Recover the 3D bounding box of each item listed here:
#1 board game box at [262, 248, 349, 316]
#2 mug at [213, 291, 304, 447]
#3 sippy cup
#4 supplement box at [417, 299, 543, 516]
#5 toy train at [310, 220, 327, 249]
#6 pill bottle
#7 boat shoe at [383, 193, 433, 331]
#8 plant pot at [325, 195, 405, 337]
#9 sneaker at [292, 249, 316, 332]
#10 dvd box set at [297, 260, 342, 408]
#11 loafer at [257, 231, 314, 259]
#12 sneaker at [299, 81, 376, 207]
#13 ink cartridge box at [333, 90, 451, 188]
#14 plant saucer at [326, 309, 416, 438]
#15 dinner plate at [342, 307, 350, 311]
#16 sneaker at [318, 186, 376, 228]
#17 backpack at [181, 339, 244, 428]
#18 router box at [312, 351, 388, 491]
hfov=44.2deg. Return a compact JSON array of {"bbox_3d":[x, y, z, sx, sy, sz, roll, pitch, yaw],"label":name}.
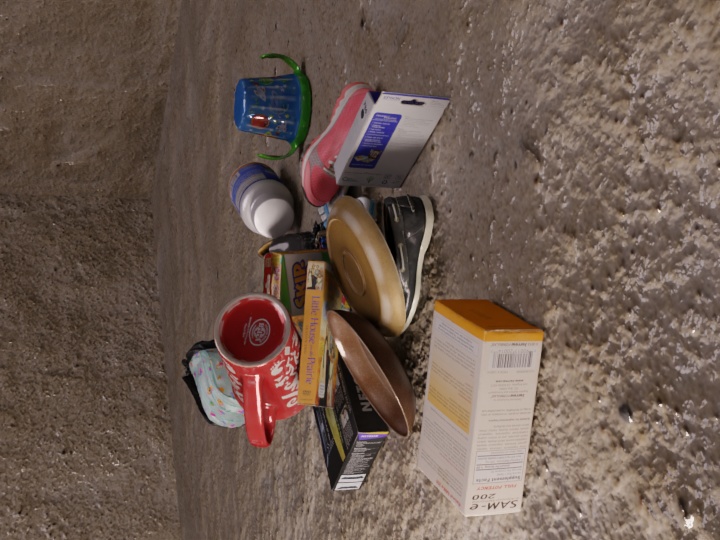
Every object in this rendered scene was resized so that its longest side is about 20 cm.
[{"bbox_3d":[-0.078,0.017,1.368,0.030,0.199,0.097,9,99,38],"label":"board game box"},{"bbox_3d":[-0.128,0.138,1.257,0.201,0.132,0.179,83,163,-63],"label":"mug"},{"bbox_3d":[-0.175,-0.316,1.712,0.140,0.128,0.180,121,145,-52],"label":"sippy cup"},{"bbox_3d":[0.126,0.144,0.960,0.126,0.072,0.203,-146,60,-66],"label":"supplement box"},{"bbox_3d":[-0.062,-0.050,1.475,0.200,0.034,0.046,125,132,-82],"label":"toy train"},{"bbox_3d":[-0.196,-0.140,1.791,0.200,0.110,0.114,-130,45,-59],"label":"pill bottle"},{"bbox_3d":[0.046,-0.007,1.195,0.072,0.067,0.203,-129,41,-54],"label":"boat shoe"},{"bbox_3d":[0.000,0.000,1.189,0.201,0.027,0.202,53,156,36],"label":"plant pot"},{"bbox_3d":[-0.078,0.043,1.477,0.075,0.088,0.201,36,156,17],"label":"sneaker"},{"bbox_3d":[-0.057,0.098,1.295,0.146,0.029,0.203,51,-137,-76],"label":"dvd box set"},{"bbox_3d":[-0.139,-0.034,1.687,0.200,0.071,0.074,160,111,-68],"label":"loafer"},{"bbox_3d":[-0.024,-0.185,1.325,0.087,0.073,0.202,32,97,52],"label":"sneaker"},{"bbox_3d":[0.038,-0.182,1.175,0.200,0.098,0.040,124,143,-54],"label":"ink cartridge box"},{"bbox_3d":[0.021,0.132,1.203,0.201,0.036,0.201,54,164,22],"label":"plant saucer"},{"bbox_3d":[-0.060,0.079,1.542,0.200,0.024,0.203,-178,90,-70],"label":"dinner plate"},{"bbox_3d":[-0.003,-0.062,1.331,0.087,0.074,0.202,-48,49,31],"label":"sneaker"},{"bbox_3d":[-0.311,0.258,2.034,0.127,0.165,0.202,-61,40,42],"label":"backpack"},{"bbox_3d":[-0.024,0.216,1.394,0.158,0.051,0.202,111,151,-43],"label":"router box"}]
